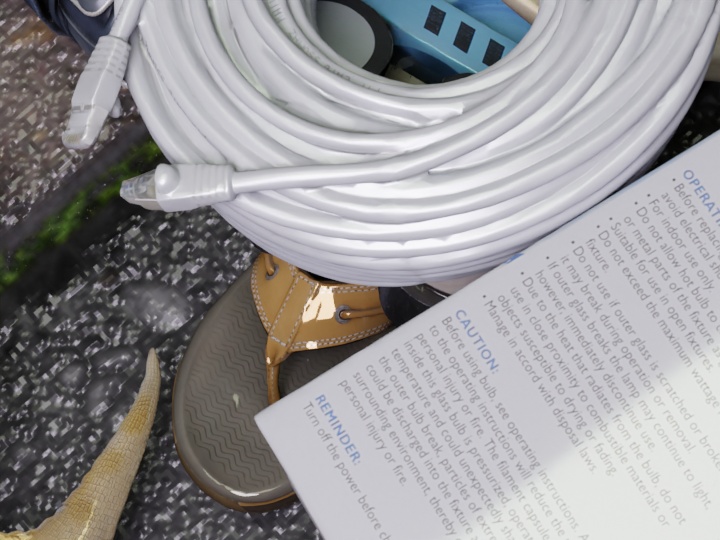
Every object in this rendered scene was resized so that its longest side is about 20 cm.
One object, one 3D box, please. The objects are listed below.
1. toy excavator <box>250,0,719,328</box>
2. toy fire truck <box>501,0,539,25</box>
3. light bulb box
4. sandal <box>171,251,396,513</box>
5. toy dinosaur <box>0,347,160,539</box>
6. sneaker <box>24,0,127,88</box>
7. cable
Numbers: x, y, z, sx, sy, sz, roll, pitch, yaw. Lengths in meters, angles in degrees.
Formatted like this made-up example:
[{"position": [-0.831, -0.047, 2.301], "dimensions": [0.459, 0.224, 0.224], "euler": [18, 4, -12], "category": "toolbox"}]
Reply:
[{"position": [0.080, -0.065, 1.059], "dimensions": [0.194, 0.100, 0.200], "euler": [31, 55, 17], "category": "toy excavator"}, {"position": [0.088, -0.170, 1.063], "dimensions": [0.176, 0.200, 0.129], "euler": [21, 112, 19], "category": "toy fire truck"}, {"position": [0.097, 0.071, 0.966], "dimensions": [0.200, 0.198, 0.125], "euler": [-31, 68, -2], "category": "light bulb box"}, {"position": [0.000, 0.000, 1.094], "dimensions": [0.082, 0.055, 0.200], "euler": [41, 82, 23], "category": "sandal"}, {"position": [-0.111, 0.127, 1.062], "dimensions": [0.101, 0.058, 0.200], "euler": [36, 87, 15], "category": "toy dinosaur"}, {"position": [-0.154, -0.119, 1.163], "dimensions": [0.202, 0.077, 0.146], "euler": [-30, 63, -1], "category": "sneaker"}, {"position": [0.020, -0.091, 0.953], "dimensions": [0.200, 0.069, 0.200], "euler": [10, 69, 11], "category": "cable"}]
